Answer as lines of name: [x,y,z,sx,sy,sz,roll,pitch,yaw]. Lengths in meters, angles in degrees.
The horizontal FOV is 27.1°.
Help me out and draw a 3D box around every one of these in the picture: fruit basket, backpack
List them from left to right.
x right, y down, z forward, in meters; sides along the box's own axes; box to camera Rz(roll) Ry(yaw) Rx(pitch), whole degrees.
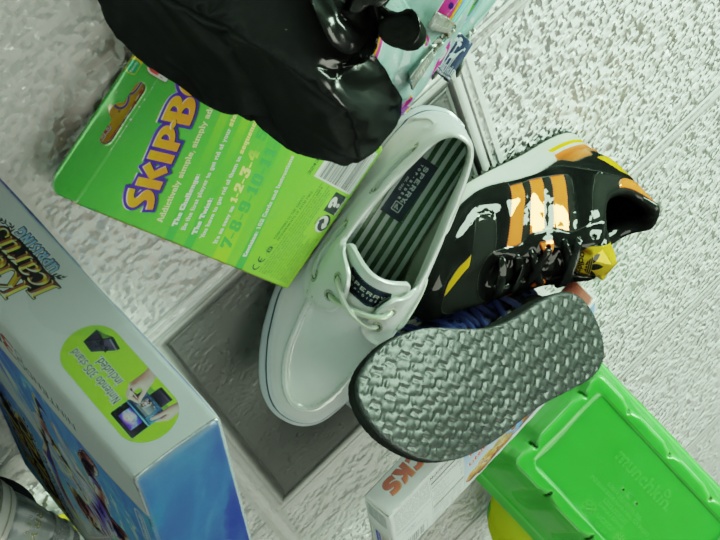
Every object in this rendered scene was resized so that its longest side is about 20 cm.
backpack: [-0.004,-0.153,0.630,0.201,0.166,0.127,-52,161,-20]
fruit basket: [0.174,0.170,1.162,0.155,0.215,0.216,-44,147,-6]

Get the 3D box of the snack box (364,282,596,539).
snack box: [0.079,0.094,0.948,0.200,0.024,0.072,-44,153,-20]

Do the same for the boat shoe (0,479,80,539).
boat shoe: [-0.223,0.186,0.744,0.065,0.075,0.202,34,104,-30]

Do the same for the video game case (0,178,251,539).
video game case: [-0.117,0.080,0.688,0.045,0.181,0.201,-33,144,-21]

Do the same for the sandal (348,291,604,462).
sandal: [0.066,0.065,0.877,0.199,0.076,0.048,-13,174,-41]

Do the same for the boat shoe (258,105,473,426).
boat shoe: [0.000,0.000,0.835,0.073,0.067,0.202,22,98,-12]

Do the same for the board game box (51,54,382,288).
board game box: [-0.070,-0.056,0.749,0.096,0.030,0.200,-55,150,7]

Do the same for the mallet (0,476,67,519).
mallet: [-0.149,0.132,0.843,0.199,0.041,0.066,-12,136,-50]

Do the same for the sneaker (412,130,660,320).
sneaker: [0.110,-0.019,0.925,0.200,0.090,0.070,-34,146,-40]

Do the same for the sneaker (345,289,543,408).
sneaker: [0.056,0.043,0.966,0.199,0.080,0.116,8,114,-61]
